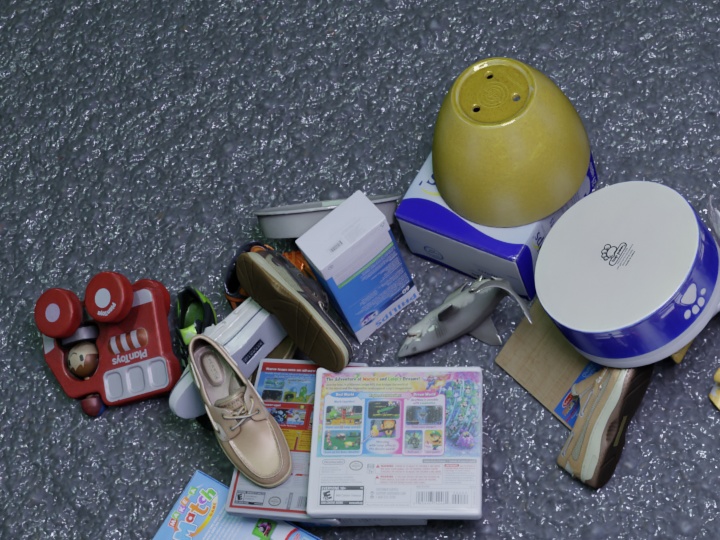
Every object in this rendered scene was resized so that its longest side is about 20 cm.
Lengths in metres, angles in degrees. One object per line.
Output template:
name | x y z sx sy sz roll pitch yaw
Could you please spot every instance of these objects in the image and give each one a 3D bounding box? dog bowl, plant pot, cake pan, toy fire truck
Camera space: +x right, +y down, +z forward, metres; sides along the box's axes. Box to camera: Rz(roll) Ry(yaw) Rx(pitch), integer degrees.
dog bowl | 0.298 0.002 1.452 0.199 0.079 0.201 -21 47 25
plant pot | 0.171 -0.175 1.575 0.198 0.142 0.201 -7 59 12
cake pan | -0.042 -0.070 1.695 0.199 0.200 0.037 -5 96 14
toy fire truck | -0.335 0.100 1.721 0.199 0.112 0.169 -17 76 23

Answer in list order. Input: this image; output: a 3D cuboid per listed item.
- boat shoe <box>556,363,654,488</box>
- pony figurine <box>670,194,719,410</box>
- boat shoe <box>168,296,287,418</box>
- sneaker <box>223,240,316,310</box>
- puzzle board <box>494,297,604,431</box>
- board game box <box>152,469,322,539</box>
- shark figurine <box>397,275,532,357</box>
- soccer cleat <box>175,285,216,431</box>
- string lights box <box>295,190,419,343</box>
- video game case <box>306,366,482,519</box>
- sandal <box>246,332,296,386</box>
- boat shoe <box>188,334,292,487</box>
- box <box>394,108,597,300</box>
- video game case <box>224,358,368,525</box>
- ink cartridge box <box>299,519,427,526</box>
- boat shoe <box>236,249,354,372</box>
boat shoe | 0.276 0.145 1.492 0.076 0.071 0.201 25 98 33
pony figurine | 0.439 0.033 1.509 0.200 0.166 0.194 -44 57 14
boat shoe | -0.171 0.099 1.638 0.200 0.071 0.070 -46 49 -8
sneaker | -0.087 -0.004 1.700 0.199 0.112 0.078 -29 57 0
puzzle board | 0.268 0.075 1.555 0.151 0.017 0.201 42 107 31
board game box | -0.158 0.350 1.566 0.199 0.037 0.152 24 71 27
shark figurine | 0.153 0.056 1.602 0.090 0.214 0.128 52 49 -4
soccer cleat | -0.209 0.113 1.690 0.067 0.081 0.201 -19 58 6
string lights box | 0.000 0.000 1.618 0.103 0.200 0.059 -38 59 -8
video game case | 0.042 0.198 1.509 0.198 0.024 0.183 -1 60 8
sandal | -0.119 0.146 1.661 0.080 0.054 0.201 0 64 30
boat shoe | -0.149 0.166 1.533 0.071 0.065 0.201 -33 72 -9
box | 0.176 -0.095 1.676 0.183 0.105 0.201 22 70 27
video game case | -0.074 0.201 1.557 0.142 0.017 0.201 1 60 19
ink cartridge box | 0.020 0.241 1.555 0.198 0.067 0.117 -3 60 16
boat shoe | -0.069 0.039 1.578 0.065 0.073 0.200 -27 61 -35
